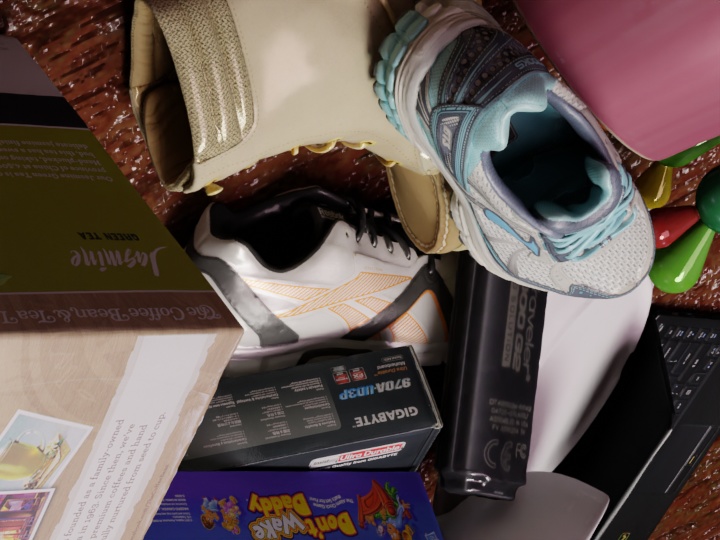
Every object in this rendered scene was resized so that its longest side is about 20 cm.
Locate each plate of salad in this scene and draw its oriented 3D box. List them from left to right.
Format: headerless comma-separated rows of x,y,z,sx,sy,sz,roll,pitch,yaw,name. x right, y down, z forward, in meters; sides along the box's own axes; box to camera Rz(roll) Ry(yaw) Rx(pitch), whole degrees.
0.091,0.049,1.370,0.200,0.048,0.200,-45,156,-26,plate of salad

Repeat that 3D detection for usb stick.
0.066,0.006,1.241,0.055,0.032,0.201,15,79,-49,usb stick

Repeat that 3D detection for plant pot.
0.163,-0.149,1.142,0.179,0.201,0.200,-35,147,20,plant pot

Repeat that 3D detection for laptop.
0.163,0.121,1.477,0.199,0.103,0.178,6,124,-45,laptop

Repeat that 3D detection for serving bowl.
0.038,0.174,1.293,0.201,0.066,0.200,-55,175,-6,serving bowl

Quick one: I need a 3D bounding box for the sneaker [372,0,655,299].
0.079,-0.033,1.132,0.078,0.086,0.200,-49,137,-1,sneaker

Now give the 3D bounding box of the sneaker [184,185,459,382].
0.000,0.000,1.233,0.199,0.074,0.080,-10,132,-35,sneaker

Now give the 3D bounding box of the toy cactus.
0.194,-0.082,1.261,0.102,0.165,0.200,39,88,-10,toy cactus

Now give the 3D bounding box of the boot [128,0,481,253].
-0.019,-0.065,1.143,0.155,0.073,0.201,-28,137,-21,boot

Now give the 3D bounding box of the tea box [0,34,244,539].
-0.177,0.040,1.013,0.133,0.197,0.201,0,129,-41,tea box

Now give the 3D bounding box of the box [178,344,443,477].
-0.077,0.106,1.236,0.199,0.046,0.159,-10,153,-22,box

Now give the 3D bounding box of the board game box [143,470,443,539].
-0.078,0.141,1.196,0.199,0.045,0.134,3,146,-41,board game box
